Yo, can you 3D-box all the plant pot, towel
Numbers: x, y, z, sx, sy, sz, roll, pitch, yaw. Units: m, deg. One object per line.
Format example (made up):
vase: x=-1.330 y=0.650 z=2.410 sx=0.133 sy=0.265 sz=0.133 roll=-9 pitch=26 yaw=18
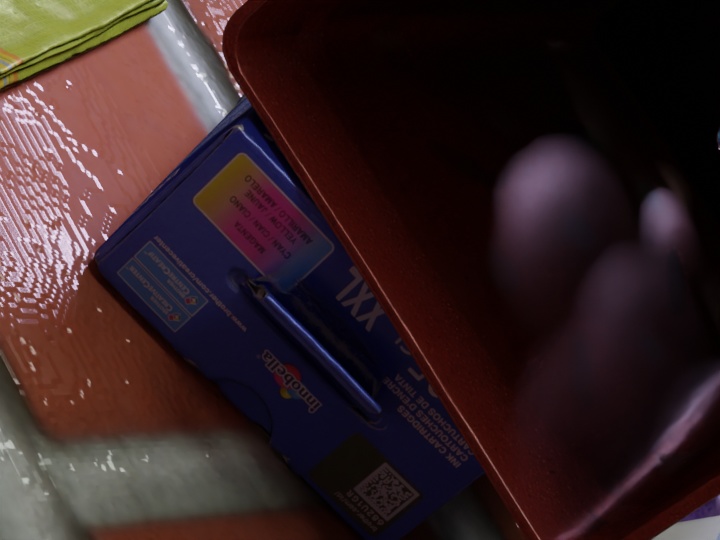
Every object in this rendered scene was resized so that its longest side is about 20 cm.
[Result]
plant pot: x=0.117 y=-0.056 z=0.693 sx=0.200 sy=0.200 sz=0.176 roll=57 pitch=31 yaw=9
towel: x=-0.130 y=-0.104 z=0.759 sx=0.086 sy=0.018 sz=0.200 roll=49 pitch=25 yaw=-1

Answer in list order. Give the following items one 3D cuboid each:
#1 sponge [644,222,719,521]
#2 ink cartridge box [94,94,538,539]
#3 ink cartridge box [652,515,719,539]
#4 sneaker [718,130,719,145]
sponge: x=0.126 y=0.024 z=0.888 sx=0.200 sy=0.030 sz=0.112 roll=-38 pitch=116 yaw=-75
ink cartridge box: x=0.000 y=0.000 z=0.757 sx=0.136 sy=0.076 sz=0.200 roll=46 pitch=27 yaw=-6
ink cartridge box: x=0.151 y=0.145 z=0.718 sx=0.200 sy=0.048 sz=0.146 roll=-7 pitch=52 yaw=-21
sneaker: x=0.114 y=-0.074 z=0.919 sx=0.081 sy=0.199 sz=0.077 roll=-32 pitch=120 yaw=-75
